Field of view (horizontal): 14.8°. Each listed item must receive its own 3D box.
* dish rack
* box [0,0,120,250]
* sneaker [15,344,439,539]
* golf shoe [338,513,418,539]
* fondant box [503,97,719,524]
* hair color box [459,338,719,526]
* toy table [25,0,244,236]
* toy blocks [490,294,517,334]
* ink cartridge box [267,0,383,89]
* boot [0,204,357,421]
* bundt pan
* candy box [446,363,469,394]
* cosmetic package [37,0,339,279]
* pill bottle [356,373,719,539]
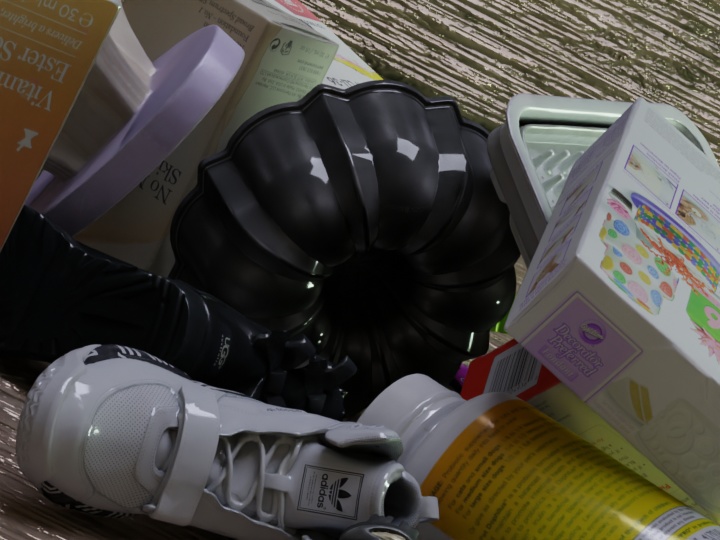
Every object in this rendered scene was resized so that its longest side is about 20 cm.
[{"bbox_3d":[0.147,-0.011,1.517,0.200,0.044,0.172,1,64,-52],"label":"dish rack"},{"bbox_3d":[-0.231,-0.074,1.258,0.152,0.200,0.106,19,11,-41],"label":"box"},{"bbox_3d":[-0.053,0.084,1.212,0.115,0.075,0.200,9,-7,36],"label":"sneaker"},{"bbox_3d":[0.063,0.182,1.148,0.200,0.078,0.095,23,23,3],"label":"golf shoe"},{"bbox_3d":[0.157,0.015,1.361,0.144,0.058,0.200,42,27,-7],"label":"fondant box"},{"bbox_3d":[0.154,0.104,1.422,0.200,0.101,0.061,36,49,-20],"label":"hair color box"},{"bbox_3d":[-0.157,-0.098,1.433,0.117,0.200,0.184,43,48,-14],"label":"toy table"},{"bbox_3d":[-0.017,0.015,1.672,0.200,0.100,0.137,15,5,11],"label":"toy blocks"},{"bbox_3d":[-0.025,-0.091,1.631,0.200,0.068,0.116,44,16,21],"label":"ink cartridge box"},{"bbox_3d":[-0.110,0.033,1.414,0.198,0.073,0.162,18,-6,34],"label":"boot"},{"bbox_3d":[0.000,0.000,1.514,0.202,0.202,0.076,22,24,-30],"label":"bundt pan"},{"bbox_3d":[0.107,0.123,1.566,0.136,0.061,0.200,23,11,-29],"label":"candy box"},{"bbox_3d":[-0.108,-0.066,1.559,0.103,0.200,0.073,32,10,32],"label":"cosmetic package"},{"bbox_3d":[0.085,0.131,1.318,0.200,0.109,0.109,33,11,26],"label":"pill bottle"}]
